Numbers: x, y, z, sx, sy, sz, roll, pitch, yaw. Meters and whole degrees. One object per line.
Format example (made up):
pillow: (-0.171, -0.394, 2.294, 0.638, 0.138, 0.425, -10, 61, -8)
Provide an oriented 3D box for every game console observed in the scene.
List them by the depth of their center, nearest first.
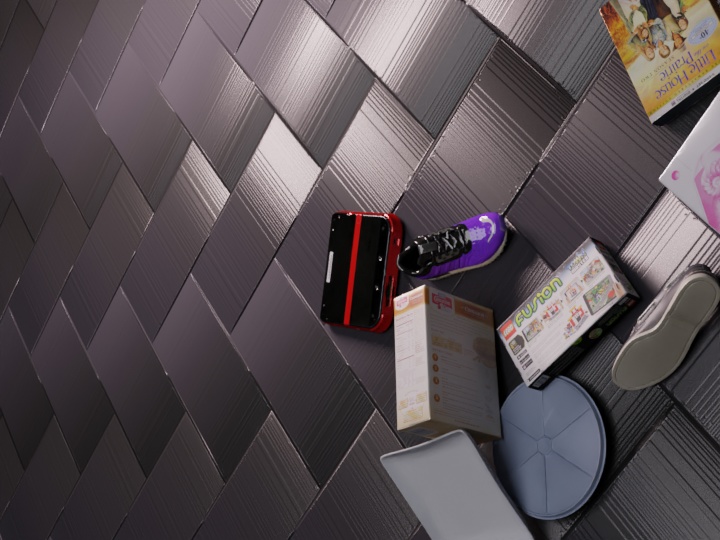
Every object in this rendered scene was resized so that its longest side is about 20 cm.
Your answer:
game console: (0.000, 0.000, 1.858, 0.176, 0.031, 0.204, 5, 88, 52)

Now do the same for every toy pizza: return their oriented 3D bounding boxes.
toy pizza: (0.269, 0.250, 1.527, 0.198, 0.031, 0.204, -14, 70, 45)

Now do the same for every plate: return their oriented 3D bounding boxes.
plate: (0.146, 0.331, 1.585, 0.199, 0.032, 0.201, -29, 95, 48)

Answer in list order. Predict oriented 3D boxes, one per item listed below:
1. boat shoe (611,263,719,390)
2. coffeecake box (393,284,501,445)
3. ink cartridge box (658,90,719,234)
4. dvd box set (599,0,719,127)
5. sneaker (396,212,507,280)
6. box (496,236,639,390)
boat shoe: (0.400, 0.074, 1.412, 0.201, 0.072, 0.063, -59, 5, 30)
coffeecake box: (0.128, 0.143, 1.583, 0.073, 0.152, 0.203, -25, 57, 43)
ink cartridge box: (0.498, -0.135, 1.336, 0.201, 0.043, 0.198, 51, 120, 40)
dvd box set: (0.418, -0.318, 1.453, 0.146, 0.029, 0.203, -37, 59, 37)
sneaker: (0.134, -0.033, 1.662, 0.199, 0.098, 0.071, -29, 67, 41)
box: (0.288, 0.062, 1.512, 0.200, 0.034, 0.111, -48, 46, 25)
